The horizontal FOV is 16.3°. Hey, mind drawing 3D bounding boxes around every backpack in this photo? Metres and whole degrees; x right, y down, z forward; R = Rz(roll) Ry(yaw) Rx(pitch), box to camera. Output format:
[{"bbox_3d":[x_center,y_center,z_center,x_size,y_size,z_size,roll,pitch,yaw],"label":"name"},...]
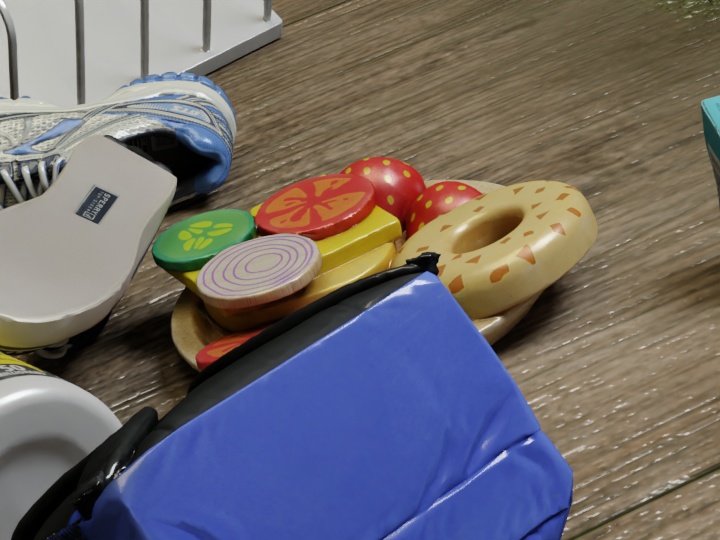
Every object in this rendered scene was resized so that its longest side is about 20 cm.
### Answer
[{"bbox_3d":[-0.033,0.117,0.855,0.162,0.169,0.200,-26,-4,-29],"label":"backpack"}]

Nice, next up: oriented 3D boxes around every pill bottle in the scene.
[{"bbox_3d":[-0.191,0.078,1.070,0.111,0.112,0.199,-32,31,-30],"label":"pill bottle"}]

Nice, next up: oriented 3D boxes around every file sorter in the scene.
[{"bbox_3d":[-0.164,-0.184,1.498,0.199,0.125,0.139,-29,58,-25],"label":"file sorter"}]

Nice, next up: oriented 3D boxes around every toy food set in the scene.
[{"bbox_3d":[0.000,0.000,1.190,0.197,0.049,0.200,-26,28,-19],"label":"toy food set"}]

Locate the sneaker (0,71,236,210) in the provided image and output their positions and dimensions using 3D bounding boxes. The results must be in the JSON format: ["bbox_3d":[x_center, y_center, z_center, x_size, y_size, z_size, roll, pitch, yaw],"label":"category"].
[{"bbox_3d":[-0.160,-0.052,1.353,0.199,0.077,0.085,-18,30,-4],"label":"sneaker"}]

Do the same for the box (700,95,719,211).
[{"bbox_3d":[0.258,-0.058,1.124,0.199,0.083,0.049,-15,25,1],"label":"box"}]

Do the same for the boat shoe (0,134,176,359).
[{"bbox_3d":[-0.146,0.014,1.183,0.074,0.093,0.200,28,27,5],"label":"boat shoe"}]
